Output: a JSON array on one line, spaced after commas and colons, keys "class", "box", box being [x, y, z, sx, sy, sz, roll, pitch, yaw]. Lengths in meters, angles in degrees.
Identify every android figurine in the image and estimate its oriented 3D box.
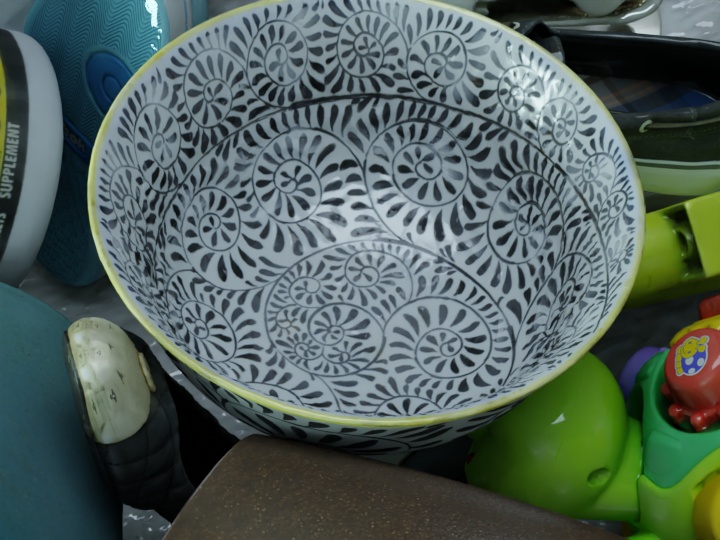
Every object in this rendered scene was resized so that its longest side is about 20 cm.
[{"class": "android figurine", "box": [0.164, -0.017, 1.066, 0.200, 0.182, 0.041, -14, 88, -21]}]

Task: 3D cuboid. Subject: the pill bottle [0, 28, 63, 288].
[{"class": "pill bottle", "box": [-0.226, -0.052, 1.013, 0.200, 0.112, 0.113, 7, 46, -27]}]

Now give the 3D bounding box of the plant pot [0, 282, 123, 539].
[{"class": "plant pot", "box": [-0.174, 0.103, 0.961, 0.200, 0.200, 0.188, 11, 37, 9]}]

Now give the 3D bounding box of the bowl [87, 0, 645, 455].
[{"class": "bowl", "box": [0.000, 0.000, 0.970, 0.200, 0.094, 0.201, 2, 52, -3]}]

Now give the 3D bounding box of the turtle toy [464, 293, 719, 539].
[{"class": "turtle toy", "box": [0.137, 0.061, 0.998, 0.200, 0.146, 0.101, -14, 86, -11]}]

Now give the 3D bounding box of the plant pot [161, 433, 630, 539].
[{"class": "plant pot", "box": [0.022, 0.148, 0.892, 0.200, 0.187, 0.187, 31, 57, 10]}]

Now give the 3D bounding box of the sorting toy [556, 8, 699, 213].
[{"class": "sorting toy", "box": [0.067, -0.071, 1.158, 0.180, 0.107, 0.200, -8, 51, -15]}]

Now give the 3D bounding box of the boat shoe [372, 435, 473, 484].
[{"class": "boat shoe", "box": [0.002, 0.133, 1.003, 0.062, 0.073, 0.200, 24, 50, 24]}]

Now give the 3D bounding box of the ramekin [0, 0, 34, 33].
[{"class": "ramekin", "box": [-0.144, -0.197, 1.188, 0.200, 0.098, 0.201, 32, 40, -32]}]

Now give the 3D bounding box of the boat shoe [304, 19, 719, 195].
[{"class": "boat shoe", "box": [0.068, -0.074, 1.057, 0.200, 0.057, 0.069, 4, 47, -15]}]

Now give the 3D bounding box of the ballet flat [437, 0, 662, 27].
[{"class": "ballet flat", "box": [0.052, -0.126, 1.089, 0.200, 0.069, 0.069, -5, 44, -40]}]

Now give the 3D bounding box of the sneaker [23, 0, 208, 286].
[{"class": "sneaker", "box": [-0.076, -0.086, 1.110, 0.131, 0.200, 0.080, -32, 74, -33]}]

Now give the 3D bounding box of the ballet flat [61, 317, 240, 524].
[{"class": "ballet flat", "box": [-0.061, 0.063, 0.969, 0.057, 0.200, 0.067, -17, 63, 10]}]
